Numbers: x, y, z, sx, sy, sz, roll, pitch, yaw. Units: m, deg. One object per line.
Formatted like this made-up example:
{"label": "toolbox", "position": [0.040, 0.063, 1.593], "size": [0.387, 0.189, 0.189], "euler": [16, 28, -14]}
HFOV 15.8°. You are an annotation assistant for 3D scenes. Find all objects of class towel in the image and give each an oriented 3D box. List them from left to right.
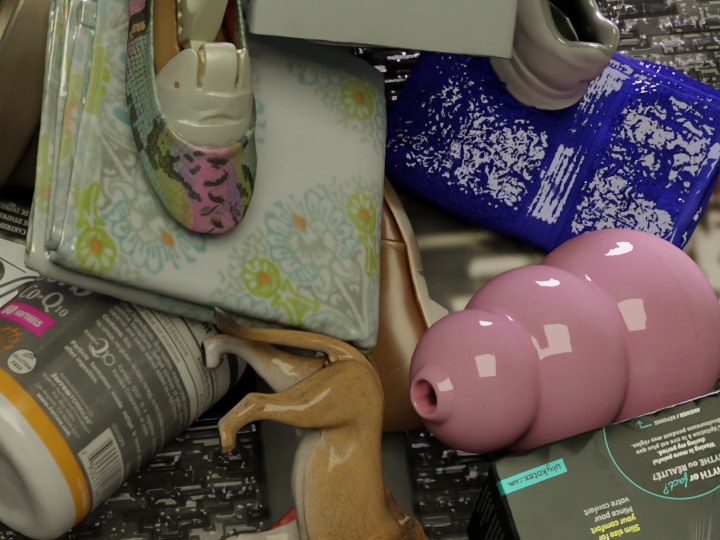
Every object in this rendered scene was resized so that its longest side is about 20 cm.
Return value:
{"label": "towel", "position": [-0.078, -0.054, 1.379], "size": [0.199, 0.048, 0.172], "euler": [15, 63, -23]}
{"label": "towel", "position": [0.119, -0.084, 1.565], "size": [0.199, 0.050, 0.148], "euler": [25, 68, 6]}

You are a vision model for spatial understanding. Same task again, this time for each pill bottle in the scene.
{"label": "pill bottle", "position": [-0.133, 0.043, 1.408], "size": [0.116, 0.117, 0.200], "euler": [42, 62, 13]}

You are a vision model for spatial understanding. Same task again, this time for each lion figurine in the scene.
{"label": "lion figurine", "position": [-0.014, 0.107, 1.360], "size": [0.122, 0.072, 0.201], "euler": [-8, 109, -9]}

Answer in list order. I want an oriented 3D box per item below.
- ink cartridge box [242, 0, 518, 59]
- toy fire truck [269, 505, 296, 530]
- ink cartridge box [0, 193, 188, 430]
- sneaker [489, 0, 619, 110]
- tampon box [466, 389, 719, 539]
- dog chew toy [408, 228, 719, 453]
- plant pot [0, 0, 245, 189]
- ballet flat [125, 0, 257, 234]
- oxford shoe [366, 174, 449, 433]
{"label": "ink cartridge box", "position": [0.016, -0.226, 1.387], "size": [0.144, 0.145, 0.201], "euler": [6, 106, -7]}
{"label": "toy fire truck", "position": [-0.043, 0.206, 1.436], "size": [0.200, 0.049, 0.141], "euler": [42, 72, 12]}
{"label": "ink cartridge box", "position": [-0.180, 0.016, 1.506], "size": [0.199, 0.044, 0.094], "euler": [17, 69, 3]}
{"label": "sneaker", "position": [0.085, -0.191, 1.508], "size": [0.074, 0.087, 0.200], "euler": [-41, 96, -28]}
{"label": "tampon box", "position": [0.162, 0.192, 1.414], "size": [0.149, 0.126, 0.201], "euler": [-16, 71, -9]}
{"label": "dog chew toy", "position": [0.109, 0.048, 1.446], "size": [0.199, 0.125, 0.125], "euler": [-15, 67, -39]}
{"label": "plant pot", "position": [-0.128, -0.115, 1.502], "size": [0.173, 0.200, 0.201], "euler": [24, 67, -13]}
{"label": "ballet flat", "position": [-0.084, -0.121, 1.332], "size": [0.069, 0.071, 0.201], "euler": [3, 68, -26]}
{"label": "oxford shoe", "position": [0.000, 0.000, 1.513], "size": [0.071, 0.071, 0.201], "euler": [-19, 72, -7]}
